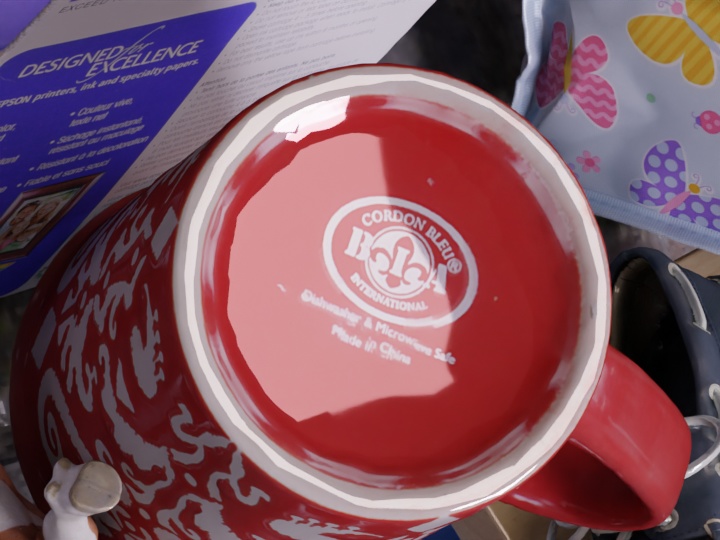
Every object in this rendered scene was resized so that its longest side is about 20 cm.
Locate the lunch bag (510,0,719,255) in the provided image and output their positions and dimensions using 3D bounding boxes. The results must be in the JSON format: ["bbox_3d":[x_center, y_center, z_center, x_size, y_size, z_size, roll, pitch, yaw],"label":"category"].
[{"bbox_3d":[0.172,-0.073,1.017,0.170,0.199,0.128,-43,145,-53],"label":"lunch bag"}]

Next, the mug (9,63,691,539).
[{"bbox_3d":[0.004,0.016,0.734,0.176,0.200,0.134,-11,83,-15],"label":"mug"}]

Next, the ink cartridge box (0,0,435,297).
[{"bbox_3d":[-0.065,-0.058,0.798,0.198,0.200,0.044,-18,72,-47],"label":"ink cartridge box"}]

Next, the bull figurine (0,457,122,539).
[{"bbox_3d":[-0.108,0.076,0.738,0.199,0.122,0.065,34,59,2],"label":"bull figurine"}]

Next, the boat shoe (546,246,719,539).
[{"bbox_3d":[0.099,0.071,0.876,0.062,0.075,0.201,33,43,-20],"label":"boat shoe"}]

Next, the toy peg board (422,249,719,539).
[{"bbox_3d":[0.106,0.120,0.987,0.200,0.098,0.200,-24,78,-47],"label":"toy peg board"}]
